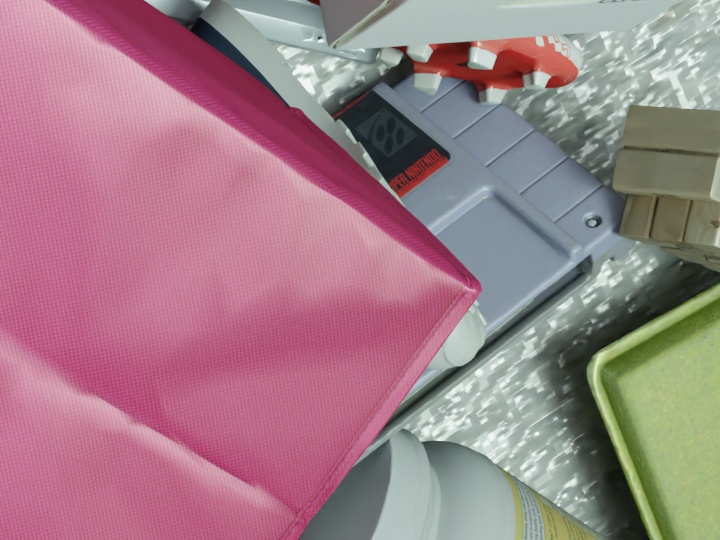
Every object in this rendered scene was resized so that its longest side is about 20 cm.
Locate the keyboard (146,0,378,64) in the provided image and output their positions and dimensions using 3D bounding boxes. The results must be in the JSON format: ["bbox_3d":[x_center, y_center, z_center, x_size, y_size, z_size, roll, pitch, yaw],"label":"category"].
[{"bbox_3d":[-0.075,-0.132,1.073,0.199,0.011,0.057,11,98,-25],"label":"keyboard"}]

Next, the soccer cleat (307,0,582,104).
[{"bbox_3d":[0.010,-0.133,1.056,0.199,0.069,0.086,21,74,-20],"label":"soccer cleat"}]

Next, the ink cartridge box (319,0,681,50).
[{"bbox_3d":[0.049,-0.193,1.006,0.143,0.084,0.201,-6,79,-24],"label":"ink cartridge box"}]

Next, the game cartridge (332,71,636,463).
[{"bbox_3d":[0.000,0.000,1.063,0.200,0.130,0.038,-37,153,-21],"label":"game cartridge"}]

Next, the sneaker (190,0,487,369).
[{"bbox_3d":[-0.027,-0.020,1.026,0.080,0.200,0.076,-39,145,-6],"label":"sneaker"}]

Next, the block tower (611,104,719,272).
[{"bbox_3d":[0.187,-0.019,1.098,0.199,0.058,0.054,18,84,-44],"label":"block tower"}]

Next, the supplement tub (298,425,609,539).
[{"bbox_3d":[0.048,0.162,1.089,0.200,0.145,0.146,35,81,-23],"label":"supplement tub"}]

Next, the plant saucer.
[{"bbox_3d":[0.206,0.082,1.206,0.199,0.048,0.201,-28,106,-19],"label":"plant saucer"}]

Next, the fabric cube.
[{"bbox_3d":[-0.120,0.003,0.858,0.199,0.196,0.200,33,95,-29],"label":"fabric cube"}]
